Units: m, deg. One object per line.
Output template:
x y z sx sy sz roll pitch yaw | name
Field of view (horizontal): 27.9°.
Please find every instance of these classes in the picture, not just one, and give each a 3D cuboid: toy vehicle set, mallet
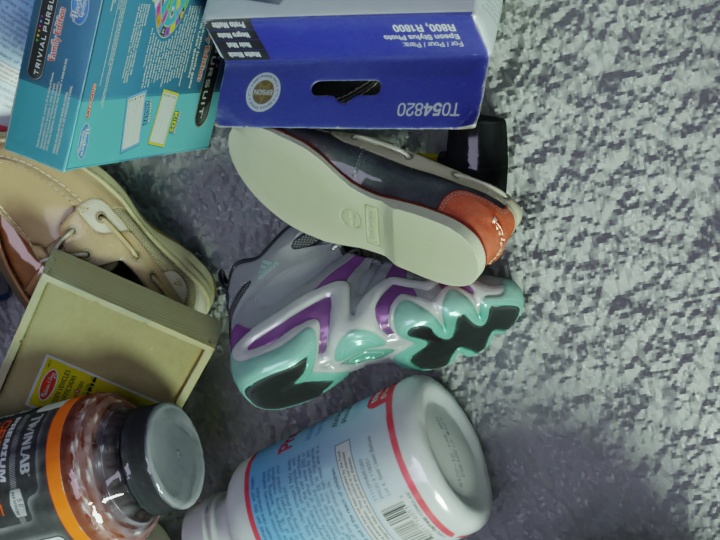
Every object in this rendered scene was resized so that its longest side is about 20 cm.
-0.189 0.083 1.007 0.123 0.027 0.201 25 129 -10 | toy vehicle set
0.006 -0.085 0.970 0.198 0.041 0.067 13 104 21 | mallet

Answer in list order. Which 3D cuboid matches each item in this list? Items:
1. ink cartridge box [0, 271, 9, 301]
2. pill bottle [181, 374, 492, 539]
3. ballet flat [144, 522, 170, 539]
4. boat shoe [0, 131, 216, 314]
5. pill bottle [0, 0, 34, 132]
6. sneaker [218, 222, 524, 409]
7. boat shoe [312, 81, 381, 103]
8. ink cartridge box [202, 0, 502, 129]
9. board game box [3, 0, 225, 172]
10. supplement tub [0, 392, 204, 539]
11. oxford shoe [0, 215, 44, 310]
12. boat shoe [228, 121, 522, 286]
-0.382 0.000 1.060 0.197 0.144 0.086 -2 99 20 | ink cartridge box
-0.019 0.158 0.975 0.199 0.109 0.110 -27 89 21 | pill bottle
-0.169 0.200 1.016 0.199 0.067 0.073 22 90 55 | ballet flat
-0.183 -0.017 0.982 0.199 0.065 0.071 37 129 -20 | boat shoe
-0.218 -0.191 0.985 0.108 0.109 0.201 40 109 10 | pill bottle
0.000 0.000 0.966 0.197 0.078 0.141 -13 59 -7 | sneaker
0.029 -0.165 0.934 0.199 0.060 0.075 -29 87 21 | boat shoe
-0.002 -0.187 0.891 0.197 0.041 0.203 3 74 31 | ink cartridge box
-0.140 -0.149 0.922 0.046 0.200 0.153 20 104 15 | board game box
-0.205 0.143 0.972 0.198 0.107 0.108 -16 93 22 | supplement tub
-0.212 0.003 1.045 0.071 0.071 0.202 -18 103 17 | oxford shoe
0.006 -0.054 0.925 0.198 0.063 0.072 24 140 23 | boat shoe
